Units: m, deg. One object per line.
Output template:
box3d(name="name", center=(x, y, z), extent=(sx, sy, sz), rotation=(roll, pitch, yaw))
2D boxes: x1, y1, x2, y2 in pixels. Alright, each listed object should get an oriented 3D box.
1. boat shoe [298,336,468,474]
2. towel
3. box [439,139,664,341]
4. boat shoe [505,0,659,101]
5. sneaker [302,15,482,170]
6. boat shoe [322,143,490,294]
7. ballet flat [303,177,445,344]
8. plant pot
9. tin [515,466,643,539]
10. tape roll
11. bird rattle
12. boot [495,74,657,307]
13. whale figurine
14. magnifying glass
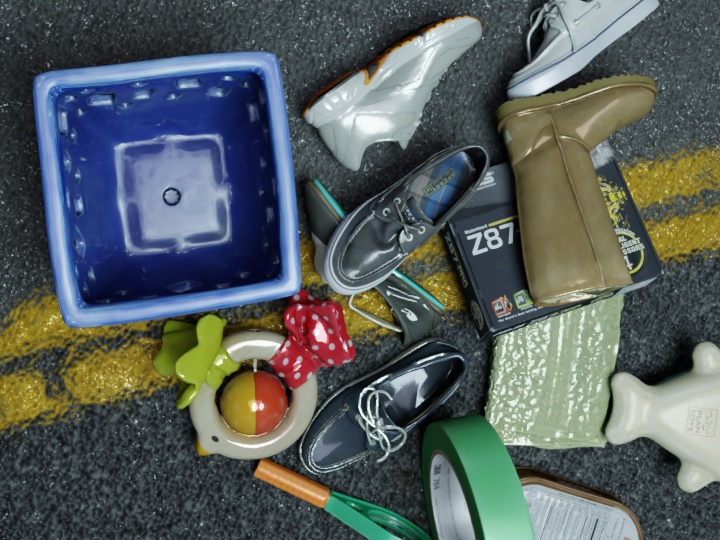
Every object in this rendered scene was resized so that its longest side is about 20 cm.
box3d(name="boat shoe", center=(0.025, 0.142, 0.862), extent=(0.198, 0.062, 0.076), rotation=(-31, 101, -8))
box3d(name="towel", center=(0.206, 0.091, 0.912), extent=(0.146, 0.036, 0.204), rotation=(5, 93, -11))
box3d(name="box", center=(0.188, -0.036, 0.870), extent=(0.197, 0.049, 0.164), rotation=(-16, 74, -10))
box3d(name="boat shoe", center=(0.215, -0.256, 0.873), extent=(0.201, 0.075, 0.087), rotation=(-38, 101, -10))
box3d(name="sneaker", center=(0.043, -0.177, 0.849), extent=(0.198, 0.076, 0.093), rotation=(-33, 107, -1))
box3d(name="boat shoe", center=(0.048, -0.053, 0.795), extent=(0.199, 0.066, 0.070), rotation=(-37, 93, -19))
box3d(name="ballet flat", center=(0.000, 0.000, 0.848), extent=(0.068, 0.068, 0.200), rotation=(-45, 101, 3))
box3d(name="plant pot", center=(-0.165, -0.071, 0.749), extent=(0.196, 0.180, 0.204), rotation=(-7, 96, -11))
box3d(name="tin", center=(0.217, 0.287, 0.926), extent=(0.197, 0.042, 0.114), rotation=(19, 94, -13))
box3d(name="tape roll", center=(0.110, 0.243, 0.815), extent=(0.047, 0.200, 0.204), rotation=(-9, 95, -12))
box3d(name="bird rattle", center=(-0.100, 0.103, 0.835), extent=(0.197, 0.112, 0.166), rotation=(-4, 106, -25))
box3d(name="boot", center=(0.229, -0.078, 0.832), extent=(0.172, 0.066, 0.203), rotation=(-12, 73, 3))
box3d(name="whale figurine", center=(0.356, 0.155, 0.920), extent=(0.196, 0.104, 0.162), rotation=(5, 92, -3))
box3d(name="magnifying glass", center=(-0.016, 0.242, 0.860), extent=(0.198, 0.080, 0.023), rotation=(28, 92, -2))
